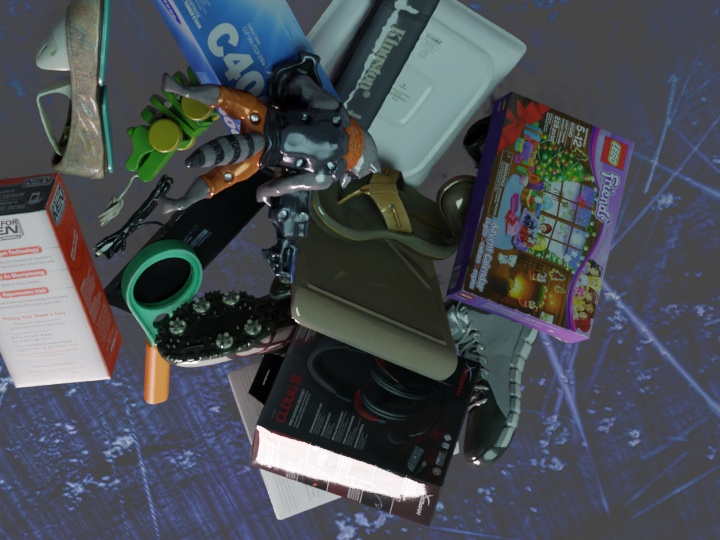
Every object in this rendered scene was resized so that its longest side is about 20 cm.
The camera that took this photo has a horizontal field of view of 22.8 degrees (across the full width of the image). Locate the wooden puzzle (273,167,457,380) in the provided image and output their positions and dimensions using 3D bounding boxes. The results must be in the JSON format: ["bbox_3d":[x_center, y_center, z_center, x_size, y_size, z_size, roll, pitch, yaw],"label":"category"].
[{"bbox_3d":[0.000,0.000,1.668,0.184,0.201,0.037,23,129,-29],"label":"wooden puzzle"}]

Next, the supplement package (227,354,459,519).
[{"bbox_3d":[-0.016,0.144,1.799,0.199,0.117,0.118,-19,137,-5],"label":"supplement package"}]

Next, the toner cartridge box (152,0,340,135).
[{"bbox_3d":[-0.104,-0.202,1.546,0.095,0.043,0.201,-42,120,-21],"label":"toner cartridge box"}]

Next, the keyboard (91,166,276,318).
[{"bbox_3d":[-0.175,-0.040,1.680,0.200,0.021,0.127,-46,141,13],"label":"keyboard"}]

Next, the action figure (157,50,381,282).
[{"bbox_3d":[-0.072,-0.082,1.508,0.192,0.104,0.202,-5,100,-23],"label":"action figure"}]

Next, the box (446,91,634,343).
[{"bbox_3d":[0.169,-0.049,1.661,0.136,0.039,0.201,20,74,-18],"label":"box"}]

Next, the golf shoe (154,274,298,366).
[{"bbox_3d":[-0.103,0.060,1.732,0.199,0.077,0.088,-20,142,-21],"label":"golf shoe"}]

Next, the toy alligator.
[{"bbox_3d":[-0.182,-0.126,1.609,0.200,0.059,0.054,-43,87,12],"label":"toy alligator"}]

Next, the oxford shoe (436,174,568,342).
[{"bbox_3d":[0.150,-0.011,1.695,0.070,0.075,0.200,-42,111,13],"label":"oxford shoe"}]

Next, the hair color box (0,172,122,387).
[{"bbox_3d":[-0.297,0.012,1.638,0.101,0.061,0.201,-5,128,11],"label":"hair color box"}]

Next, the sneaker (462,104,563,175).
[{"bbox_3d":[0.129,-0.080,1.745,0.115,0.076,0.201,27,104,-22],"label":"sneaker"}]

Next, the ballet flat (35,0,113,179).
[{"bbox_3d":[-0.249,-0.166,1.551,0.067,0.068,0.201,1,122,-6],"label":"ballet flat"}]

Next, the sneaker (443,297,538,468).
[{"bbox_3d":[0.108,0.092,1.796,0.115,0.201,0.075,32,146,-23],"label":"sneaker"}]

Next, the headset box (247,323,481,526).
[{"bbox_3d":[-0.004,0.131,1.661,0.199,0.149,0.075,19,142,5],"label":"headset box"}]

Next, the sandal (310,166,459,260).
[{"bbox_3d":[0.029,-0.062,1.672,0.199,0.081,0.054,17,146,-39],"label":"sandal"}]

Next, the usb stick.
[{"bbox_3d":[0.021,-0.201,1.602,0.055,0.033,0.201,17,117,-29],"label":"usb stick"}]

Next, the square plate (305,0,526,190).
[{"bbox_3d":[0.030,-0.173,1.663,0.199,0.029,0.198,28,111,-32],"label":"square plate"}]

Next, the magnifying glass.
[{"bbox_3d":[-0.194,0.052,1.727,0.079,0.022,0.201,-15,138,-25],"label":"magnifying glass"}]
